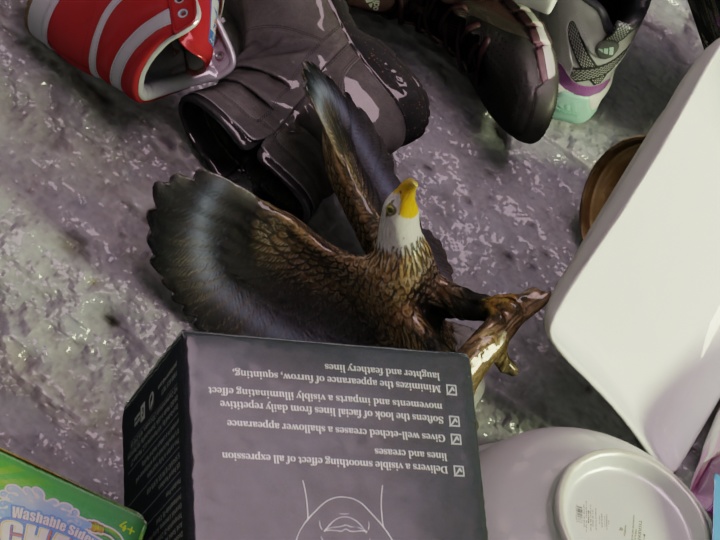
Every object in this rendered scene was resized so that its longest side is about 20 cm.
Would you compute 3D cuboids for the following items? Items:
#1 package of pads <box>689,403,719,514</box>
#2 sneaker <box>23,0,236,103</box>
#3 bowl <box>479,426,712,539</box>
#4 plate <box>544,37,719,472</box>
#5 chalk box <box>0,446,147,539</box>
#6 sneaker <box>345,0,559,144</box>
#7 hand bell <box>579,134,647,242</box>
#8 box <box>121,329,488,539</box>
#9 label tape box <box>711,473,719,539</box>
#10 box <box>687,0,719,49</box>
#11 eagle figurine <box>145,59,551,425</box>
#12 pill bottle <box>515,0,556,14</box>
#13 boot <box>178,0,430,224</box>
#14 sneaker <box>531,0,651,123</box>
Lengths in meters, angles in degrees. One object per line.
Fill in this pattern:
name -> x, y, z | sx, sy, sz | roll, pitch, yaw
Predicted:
package of pads -> 0.283, 0.083, 1.367 | 0.120, 0.076, 0.200 | 32, 47, -3
sneaker -> -0.093, -0.186, 1.300 | 0.112, 0.071, 0.200 | 38, 88, 26
bowl -> 0.128, 0.159, 1.213 | 0.200, 0.090, 0.202 | 16, 49, -19
plate -> 0.184, -0.008, 1.287 | 0.032, 0.200, 0.200 | 23, 75, 38
chalk box -> -0.182, 0.157, 1.017 | 0.124, 0.124, 0.201 | 24, 48, -11
sneaker -> 0.045, -0.156, 1.432 | 0.115, 0.076, 0.201 | -1, 46, -23
hand bell -> 0.243, -0.037, 1.446 | 0.199, 0.104, 0.105 | -5, 57, -45
box -> -0.025, 0.143, 1.048 | 0.147, 0.107, 0.201 | 6, 63, -21
label tape box -> 0.272, 0.203, 1.212 | 0.199, 0.063, 0.145 | 30, 55, -37
box -> 0.252, -0.158, 1.437 | 0.043, 0.201, 0.161 | -25, 37, 1
eagle figurine -> 0.002, -0.006, 1.247 | 0.199, 0.152, 0.151 | 34, 17, 23
pill bottle -> 0.043, -0.239, 1.378 | 0.199, 0.116, 0.116 | 24, 46, 4
boot -> -0.063, -0.126, 1.347 | 0.200, 0.070, 0.131 | 44, 54, 16
sneaker -> 0.154, -0.211, 1.477 | 0.077, 0.140, 0.201 | 9, 52, -22
